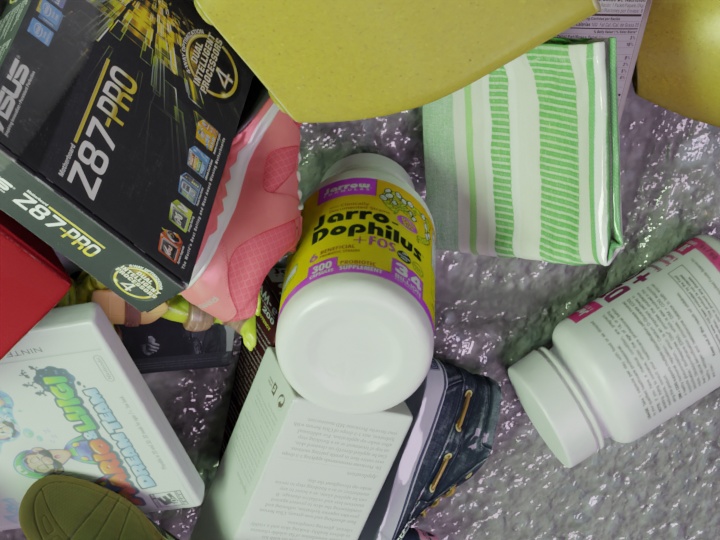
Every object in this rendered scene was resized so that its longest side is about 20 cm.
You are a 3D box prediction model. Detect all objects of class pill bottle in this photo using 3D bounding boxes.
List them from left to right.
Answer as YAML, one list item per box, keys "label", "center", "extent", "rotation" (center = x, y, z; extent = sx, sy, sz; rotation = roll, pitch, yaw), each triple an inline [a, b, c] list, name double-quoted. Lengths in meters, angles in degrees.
- label: "pill bottle"
  center: [0.000, 0.000, 1.164]
  extent: [0.103, 0.201, 0.105]
  rotation: [1, 123, 2]
- label: "pill bottle"
  center: [0.227, 0.067, 1.382]
  extent: [0.199, 0.114, 0.114]
  rotation: [-32, 129, -6]

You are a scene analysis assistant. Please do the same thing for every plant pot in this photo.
- label: "plant pot"
  center: [-0.007, -0.210, 1.051]
  extent: [0.199, 0.196, 0.194]
  rotation: [-35, 129, 9]
- label: "plant pot"
  center: [0.260, -0.184, 1.210]
  extent: [0.140, 0.201, 0.202]
  rotation: [-6, 126, 6]

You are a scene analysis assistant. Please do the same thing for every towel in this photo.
- label: "towel"
  center: [0.103, -0.082, 1.149]
  extent: [0.023, 0.199, 0.154]
  rotation: [-10, 100, -33]

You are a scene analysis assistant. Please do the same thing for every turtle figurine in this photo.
- label: "turtle figurine"
  center: [-0.150, 0.024, 1.167]
  extent: [0.159, 0.065, 0.201]
  rotation: [1, 134, -10]

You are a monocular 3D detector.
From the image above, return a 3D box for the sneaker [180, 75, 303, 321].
- label: "sneaker"
  center: [-0.071, -0.052, 1.125]
  extent: [0.087, 0.073, 0.201]
  rotation: [42, 57, -27]

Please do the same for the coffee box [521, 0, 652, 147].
- label: "coffee box"
  center: [0.127, -0.131, 1.207]
  extent: [0.079, 0.113, 0.202]
  rotation: [-3, 120, -25]

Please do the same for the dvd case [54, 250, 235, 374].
- label: "dvd case"
  center: [-0.151, -0.015, 1.199]
  extent: [0.149, 0.025, 0.202]
  rotation: [-4, 121, -24]

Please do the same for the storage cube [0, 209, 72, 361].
- label: "storage cube"
  center: [-0.308, -0.020, 1.024]
  extent: [0.200, 0.171, 0.180]
  rotation: [-44, 129, 5]

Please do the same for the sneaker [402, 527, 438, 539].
- label: "sneaker"
  center: [0.022, 0.306, 1.459]
  extent: [0.081, 0.070, 0.202]
  rotation: [-2, 122, -20]

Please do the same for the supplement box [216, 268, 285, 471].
- label: "supplement box"
  center: [-0.039, 0.097, 1.303]
  extent: [0.108, 0.061, 0.202]
  rotation: [-1, 119, -24]

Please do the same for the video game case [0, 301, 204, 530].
- label: "video game case"
  center: [-0.225, 0.107, 1.179]
  extent: [0.180, 0.024, 0.201]
  rotation: [-9, 134, 15]

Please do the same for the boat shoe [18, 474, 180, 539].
- label: "boat shoe"
  center: [-0.152, 0.215, 1.201]
  extent: [0.200, 0.066, 0.072]
  rotation: [30, 70, 1]

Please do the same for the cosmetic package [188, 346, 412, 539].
- label: "cosmetic package"
  center: [-0.050, 0.164, 1.256]
  extent: [0.101, 0.071, 0.201]
  rotation: [12, 114, -27]

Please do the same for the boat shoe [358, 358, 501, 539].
- label: "boat shoe"
  center: [0.047, 0.170, 1.373]
  extent: [0.090, 0.071, 0.202]
  rotation: [16, 101, -34]

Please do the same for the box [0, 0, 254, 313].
- label: "box"
  center: [-0.152, -0.099, 1.029]
  extent: [0.161, 0.201, 0.049]
  rotation: [38, 135, -26]
